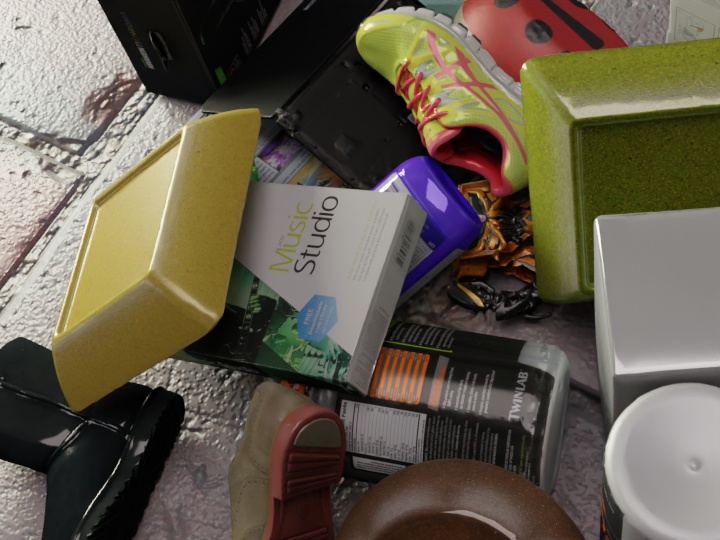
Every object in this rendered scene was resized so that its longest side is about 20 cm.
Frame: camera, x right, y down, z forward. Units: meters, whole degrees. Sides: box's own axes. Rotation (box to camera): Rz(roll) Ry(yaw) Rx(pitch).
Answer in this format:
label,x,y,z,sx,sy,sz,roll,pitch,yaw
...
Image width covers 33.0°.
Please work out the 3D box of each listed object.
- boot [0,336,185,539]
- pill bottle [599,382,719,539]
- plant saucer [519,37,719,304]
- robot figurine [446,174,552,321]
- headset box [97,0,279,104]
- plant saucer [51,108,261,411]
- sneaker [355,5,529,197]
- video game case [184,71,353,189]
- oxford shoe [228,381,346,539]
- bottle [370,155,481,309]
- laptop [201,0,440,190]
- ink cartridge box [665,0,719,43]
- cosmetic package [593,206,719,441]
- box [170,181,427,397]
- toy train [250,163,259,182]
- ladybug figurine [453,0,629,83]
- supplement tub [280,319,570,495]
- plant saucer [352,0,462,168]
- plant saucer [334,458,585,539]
label,x,y,z,sx,sy,sz,roll,pitch,yaw
boot,-0.250,0.156,0.952,0.167,0.077,0.201,14,58,15
pill bottle,0.207,0.160,0.784,0.105,0.201,0.107,-5,59,8
plant saucer,0.220,-0.059,0.866,0.198,0.202,0.048,-5,28,8
robot figurine,0.157,-0.033,0.985,0.198,0.058,0.146,-3,60,9
headset box,-0.152,-0.274,1.117,0.092,0.175,0.201,15,64,19
plant saucer,-0.164,-0.017,0.920,0.199,0.048,0.201,-30,40,40
sneaker,0.069,-0.133,0.966,0.199,0.078,0.090,36,60,13
video game case,-0.105,-0.056,1.060,0.181,0.046,0.200,34,73,27
oxford shoe,-0.062,0.175,0.871,0.075,0.070,0.202,32,114,45
bottle,0.000,0.000,0.965,0.200,0.065,0.084,-42,70,14
laptop,-0.008,-0.154,1.068,0.200,0.103,0.178,40,69,1
ink cartridge box,0.311,-0.144,0.933,0.162,0.201,0.050,34,70,26
cosmetic package,0.263,0.055,0.831,0.198,0.200,0.124,-4,60,10
box,-0.061,0.006,0.897,0.199,0.036,0.145,6,67,35
toy train,-0.099,-0.040,0.992,0.056,0.042,0.201,-29,56,22
ladybug figurine,0.165,-0.179,1.025,0.200,0.072,0.136,39,48,8
supplement tub,0.047,0.102,0.896,0.198,0.123,0.123,9,63,17
plant saucer,0.070,-0.185,1.102,0.198,0.036,0.202,-5,61,9
plant saucer,0.063,0.230,0.816,0.198,0.037,0.203,0,90,19
